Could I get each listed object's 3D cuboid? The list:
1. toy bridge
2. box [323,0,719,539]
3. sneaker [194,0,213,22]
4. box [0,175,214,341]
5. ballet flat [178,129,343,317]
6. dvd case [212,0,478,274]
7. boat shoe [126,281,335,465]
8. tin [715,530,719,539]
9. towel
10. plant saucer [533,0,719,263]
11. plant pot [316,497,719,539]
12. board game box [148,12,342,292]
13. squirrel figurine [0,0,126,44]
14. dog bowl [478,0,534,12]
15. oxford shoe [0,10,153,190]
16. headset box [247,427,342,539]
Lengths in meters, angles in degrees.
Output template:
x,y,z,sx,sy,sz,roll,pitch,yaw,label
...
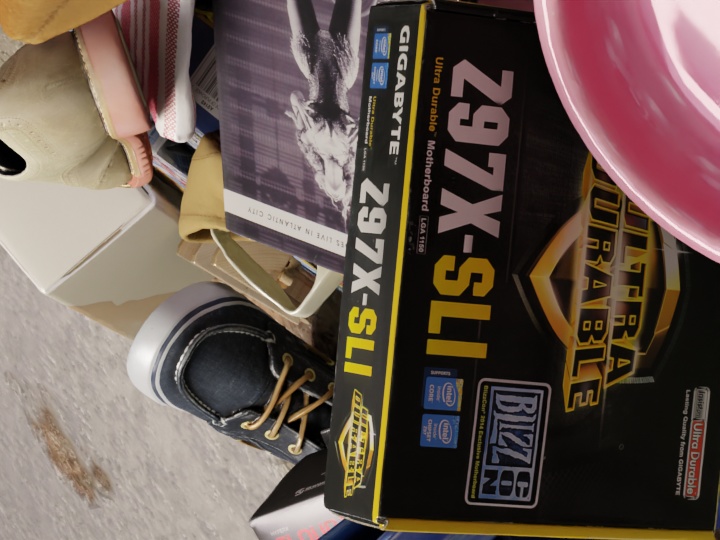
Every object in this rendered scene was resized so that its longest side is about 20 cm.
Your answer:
x,y,z,sx,sy,sz,roll,pitch,yaw,label
-0.049,0.001,1.478,0.067,0.027,0.200,32,177,-9,toy bridge
0.072,0.002,1.166,0.049,0.159,0.200,7,92,62,box
-0.064,-0.151,1.410,0.075,0.085,0.200,53,155,7,sneaker
-0.142,-0.030,1.619,0.095,0.078,0.200,50,-178,14,box
0.000,0.000,1.327,0.200,0.063,0.069,29,-174,34,ballet flat
-0.007,-0.091,1.233,0.149,0.016,0.200,21,122,41,dvd case
-0.042,0.065,1.598,0.091,0.071,0.200,34,-176,27,boat shoe
0.112,0.130,1.416,0.200,0.042,0.112,13,124,24,tin
-0.095,-0.171,1.327,0.200,0.030,0.147,-114,22,-48,towel
0.159,-0.088,1.078,0.200,0.051,0.201,22,132,26,plant saucer
0.077,0.169,1.299,0.200,0.200,0.180,59,152,-11,plant pot
-0.074,-0.070,1.490,0.200,0.062,0.200,38,174,-34,board game box
-0.112,-0.222,1.185,0.200,0.141,0.187,-21,61,28,squirrel figurine
0.045,-0.097,1.276,0.200,0.074,0.200,36,150,25,dog bowl
-0.134,-0.070,1.331,0.200,0.074,0.071,102,149,-79,oxford shoe
0.050,0.156,1.534,0.149,0.077,0.200,-22,105,34,headset box
